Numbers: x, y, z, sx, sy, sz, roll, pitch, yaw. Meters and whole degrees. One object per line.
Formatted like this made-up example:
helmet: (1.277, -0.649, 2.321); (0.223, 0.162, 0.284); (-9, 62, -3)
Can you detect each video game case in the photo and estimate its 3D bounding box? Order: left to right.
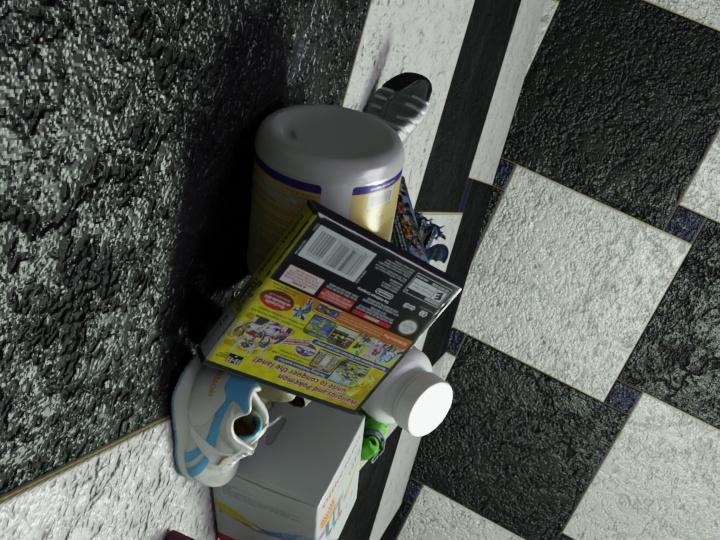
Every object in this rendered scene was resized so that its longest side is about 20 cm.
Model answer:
video game case: (-0.026, 0.045, 0.794); (0.200, 0.026, 0.181); (26, 109, -38)

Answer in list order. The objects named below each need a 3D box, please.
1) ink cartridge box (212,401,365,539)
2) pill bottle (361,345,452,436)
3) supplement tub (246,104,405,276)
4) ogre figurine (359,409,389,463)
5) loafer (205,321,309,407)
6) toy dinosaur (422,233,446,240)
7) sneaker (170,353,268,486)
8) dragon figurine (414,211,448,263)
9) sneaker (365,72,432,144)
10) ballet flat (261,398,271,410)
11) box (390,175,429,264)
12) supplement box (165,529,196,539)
ink cartridge box: (-0.090, 0.266, 1.043); (0.200, 0.145, 0.145); (94, 20, -45)
pill bottle: (0.026, 0.137, 1.123); (0.111, 0.200, 0.111); (-25, 131, -32)
supplement tub: (-0.039, -0.049, 0.831); (0.145, 0.145, 0.200); (-54, 158, -54)
ogre figurine: (-0.021, 0.232, 1.180); (0.120, 0.098, 0.200); (-42, 174, -38)
loafer: (-0.093, 0.103, 0.873); (0.200, 0.076, 0.068); (31, 67, -55)
toy dinosaur: (0.041, -0.024, 1.221); (0.086, 0.135, 0.200); (88, 24, -56)
sneaker: (-0.140, 0.170, 0.849); (0.200, 0.081, 0.077); (94, 17, -50)
dragon figurine: (0.079, -0.013, 1.106); (0.200, 0.059, 0.099); (-91, -155, -69)
sneaker: (0.033, -0.177, 1.159); (0.200, 0.075, 0.116); (-58, 168, -16)
ballet flat: (-0.108, 0.121, 0.989); (0.200, 0.067, 0.046); (-41, 114, -61)
box: (0.000, 0.000, 0.953); (0.200, 0.038, 0.137); (-44, -129, 47)
supplement box: (-0.182, 0.385, 0.945); (0.200, 0.086, 0.110); (84, 27, -60)
